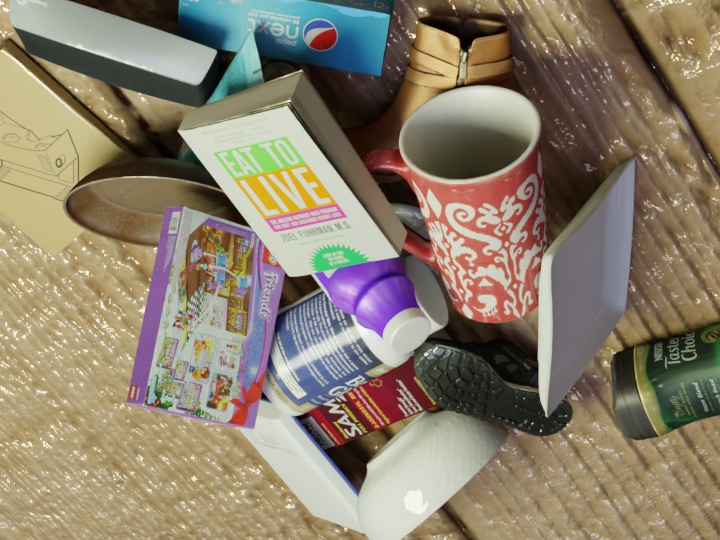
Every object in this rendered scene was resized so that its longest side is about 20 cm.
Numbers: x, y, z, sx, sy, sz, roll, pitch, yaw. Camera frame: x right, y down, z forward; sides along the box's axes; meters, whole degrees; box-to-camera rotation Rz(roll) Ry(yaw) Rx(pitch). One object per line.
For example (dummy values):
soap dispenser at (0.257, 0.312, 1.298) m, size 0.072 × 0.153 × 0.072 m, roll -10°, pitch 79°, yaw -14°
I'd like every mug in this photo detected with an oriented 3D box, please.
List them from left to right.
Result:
mug at (0.103, -0.064, 1.438) m, size 0.177 × 0.134 × 0.201 m, roll 22°, pitch 146°, yaw 34°

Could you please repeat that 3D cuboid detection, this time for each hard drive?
hard drive at (-0.234, -0.210, 1.422) m, size 0.198 × 0.135 × 0.043 m, roll 18°, pitch 82°, yaw -3°
hard drive at (-0.070, 0.223, 1.737) m, size 0.131 × 0.025 × 0.200 m, roll 7°, pitch 140°, yaw 53°

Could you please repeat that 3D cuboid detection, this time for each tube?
tube at (-0.129, -0.150, 1.447) m, size 0.050 × 0.078 × 0.200 m, roll -10°, pitch 163°, yaw -25°

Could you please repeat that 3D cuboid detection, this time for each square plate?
square plate at (0.223, 0.014, 1.502) m, size 0.028 × 0.200 × 0.200 m, roll 18°, pitch 132°, yaw 27°

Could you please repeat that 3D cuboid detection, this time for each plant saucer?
plant saucer at (-0.202, -0.072, 1.523) m, size 0.198 × 0.037 × 0.201 m, roll 1°, pitch 161°, yaw 0°

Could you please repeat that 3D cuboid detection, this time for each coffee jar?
coffee jar at (0.365, 0.111, 1.599) m, size 0.198 × 0.105 × 0.086 m, roll -20°, pitch 119°, yaw 19°

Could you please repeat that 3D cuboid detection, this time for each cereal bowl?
cereal bowl at (0.068, 0.217, 1.668) m, size 0.083 × 0.200 × 0.200 m, roll 48°, pitch 120°, yaw 2°

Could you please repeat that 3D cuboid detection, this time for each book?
book at (-0.061, -0.082, 1.385) m, size 0.133 × 0.048 × 0.200 m, roll -12°, pitch 132°, yaw 32°

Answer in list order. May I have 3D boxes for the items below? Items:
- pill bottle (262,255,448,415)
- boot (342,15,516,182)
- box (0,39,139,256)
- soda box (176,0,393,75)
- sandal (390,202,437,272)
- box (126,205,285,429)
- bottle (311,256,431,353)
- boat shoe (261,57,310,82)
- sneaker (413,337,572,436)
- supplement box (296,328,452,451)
pill bottle at (-0.012, 0.064, 1.566) m, size 0.199 × 0.111 × 0.111 m, roll -28°, pitch 119°, yaw 22°
boot at (0.054, -0.167, 1.446) m, size 0.198 × 0.077 × 0.156 m, roll 1°, pitch 128°, yaw 3°
box at (-0.344, -0.124, 1.560) m, size 0.163 × 0.021 × 0.200 m, roll -35°, pitch 115°, yaw 28°
soda box at (-0.070, -0.244, 1.415) m, size 0.198 × 0.064 × 0.068 m, roll 10°, pitch 127°, yaw 0°
sandal at (0.099, -0.033, 1.563) m, size 0.201 × 0.050 × 0.082 m, roll 22°, pitch 141°, yaw -25°
box at (-0.151, 0.049, 1.504) m, size 0.136 × 0.202 × 0.039 m, roll 17°, pitch 169°, yaw -37°
bottle at (0.000, 0.000, 1.481) m, size 0.083 × 0.200 × 0.065 m, roll -33°, pitch 142°, yaw -8°
boat shoe at (-0.083, -0.118, 1.500) m, size 0.071 × 0.076 × 0.201 m, roll 0°, pitch 126°, yaw 6°
sneaker at (0.137, 0.111, 1.627) m, size 0.199 × 0.088 × 0.076 m, roll 26°, pitch 122°, yaw -26°
supplement box at (0.009, 0.120, 1.675) m, size 0.199 × 0.061 × 0.109 m, roll -25°, pitch 120°, yaw 23°
